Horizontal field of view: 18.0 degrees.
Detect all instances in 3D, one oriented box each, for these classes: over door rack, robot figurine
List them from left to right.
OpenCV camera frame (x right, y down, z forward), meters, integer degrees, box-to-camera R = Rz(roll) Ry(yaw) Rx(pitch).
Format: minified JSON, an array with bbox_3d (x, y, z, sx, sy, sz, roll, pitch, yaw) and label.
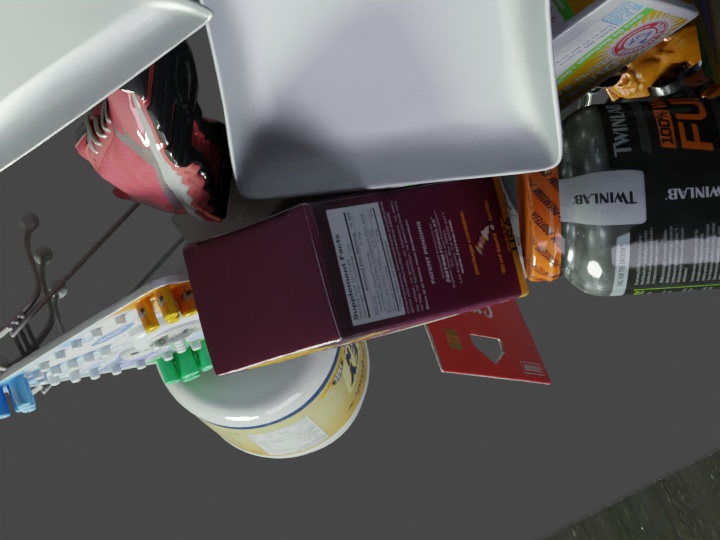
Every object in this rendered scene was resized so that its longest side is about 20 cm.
[{"bbox_3d":[-0.179,-0.006,1.550,0.200,0.067,0.148,-37,164,-11],"label":"over door rack"},{"bbox_3d":[0.257,-0.166,1.589,0.199,0.058,0.145,-36,127,-5],"label":"robot figurine"}]

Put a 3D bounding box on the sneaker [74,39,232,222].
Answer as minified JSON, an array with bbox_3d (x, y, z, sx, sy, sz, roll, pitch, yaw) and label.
[{"bbox_3d":[-0.137,-0.083,1.363,0.086,0.074,0.200,0,155,11],"label":"sneaker"}]

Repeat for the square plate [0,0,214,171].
[{"bbox_3d":[-0.208,-0.119,1.202,0.198,0.029,0.200,-33,154,21],"label":"square plate"}]

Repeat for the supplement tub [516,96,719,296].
[{"bbox_3d":[0.201,-0.047,1.434,0.198,0.123,0.123,-4,161,-2],"label":"supplement tub"}]

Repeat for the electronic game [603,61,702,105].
[{"bbox_3d":[0.239,-0.129,1.708,0.200,0.042,0.201,-38,154,-22],"label":"electronic game"}]

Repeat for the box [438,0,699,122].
[{"bbox_3d":[0.091,-0.154,1.411,0.200,0.102,0.112,-35,160,28],"label":"box"}]

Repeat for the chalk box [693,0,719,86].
[{"bbox_3d":[0.270,-0.211,1.377,0.124,0.201,0.124,-17,-156,-8],"label":"chalk box"}]

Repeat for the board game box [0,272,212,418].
[{"bbox_3d":[-0.123,0.043,1.515,0.199,0.026,0.199,-30,167,39],"label":"board game box"}]

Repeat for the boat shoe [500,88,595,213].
[{"bbox_3d":[0.141,-0.100,1.684,0.063,0.071,0.200,-20,160,-11],"label":"boat shoe"}]

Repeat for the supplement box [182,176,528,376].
[{"bbox_3d":[0.000,0.000,1.425,0.110,0.086,0.199,-17,177,40],"label":"supplement box"}]

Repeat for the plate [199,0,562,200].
[{"bbox_3d":[0.013,-0.131,1.309,0.198,0.032,0.200,-6,133,4],"label":"plate"}]

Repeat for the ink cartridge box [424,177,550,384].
[{"bbox_3d":[0.085,-0.007,1.699,0.045,0.177,0.200,-31,162,22],"label":"ink cartridge box"}]

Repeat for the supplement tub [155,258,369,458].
[{"bbox_3d":[-0.071,0.065,1.746,0.144,0.145,0.200,-26,163,3],"label":"supplement tub"}]

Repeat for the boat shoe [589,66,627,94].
[{"bbox_3d":[0.149,-0.160,1.518,0.199,0.073,0.072,-32,158,17],"label":"boat shoe"}]

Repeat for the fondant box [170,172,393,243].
[{"bbox_3d":[-0.016,-0.065,1.525,0.144,0.058,0.200,-48,157,23],"label":"fondant box"}]
